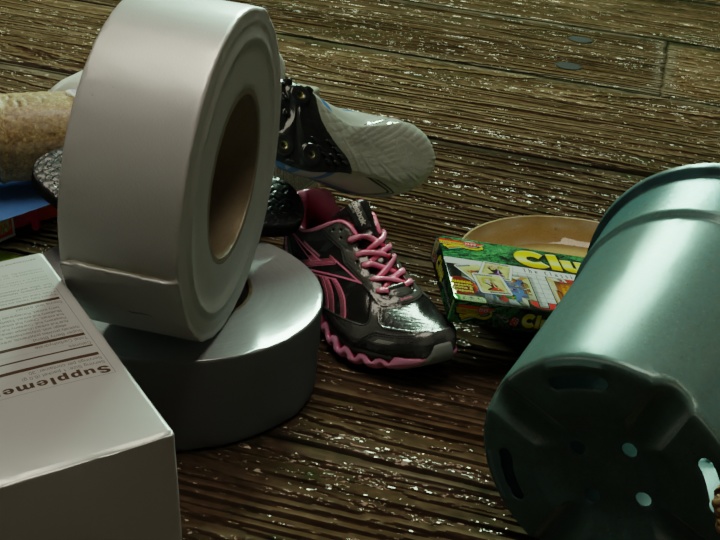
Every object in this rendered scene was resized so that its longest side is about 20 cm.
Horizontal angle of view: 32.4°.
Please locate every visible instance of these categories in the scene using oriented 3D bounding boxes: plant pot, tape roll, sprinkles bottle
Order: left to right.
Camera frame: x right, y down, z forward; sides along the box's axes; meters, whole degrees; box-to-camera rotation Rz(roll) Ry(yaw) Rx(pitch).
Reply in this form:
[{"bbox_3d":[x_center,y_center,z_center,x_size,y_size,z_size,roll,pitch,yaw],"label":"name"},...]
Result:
[{"bbox_3d":[-0.192,-0.099,0.895,0.200,0.068,0.068,-5,27,-17],"label":"sprinkles bottle"},{"bbox_3d":[-0.126,0.038,0.829,0.200,0.066,0.200,4,26,-2],"label":"tape roll"},{"bbox_3d":[-0.106,-0.061,0.732,0.071,0.203,0.202,11,26,7],"label":"tape roll"},{"bbox_3d":[0.177,0.006,1.007,0.200,0.028,0.200,5,25,-2],"label":"plant pot"},{"bbox_3d":[0.179,0.066,0.710,0.200,0.200,0.196,20,36,28],"label":"plant pot"}]

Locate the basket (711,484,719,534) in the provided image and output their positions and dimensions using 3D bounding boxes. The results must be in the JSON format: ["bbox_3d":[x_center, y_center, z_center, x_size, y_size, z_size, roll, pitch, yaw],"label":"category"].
[{"bbox_3d":[0.264,0.146,0.597,0.149,0.143,0.200,20,31,33],"label":"basket"}]

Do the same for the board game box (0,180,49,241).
[{"bbox_3d":[-0.270,-0.065,0.935,0.158,0.039,0.200,27,36,34],"label":"board game box"}]

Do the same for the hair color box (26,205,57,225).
[{"bbox_3d":[-0.338,-0.073,1.021,0.111,0.064,0.200,26,33,34],"label":"hair color box"}]

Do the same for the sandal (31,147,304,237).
[{"bbox_3d":[-0.134,-0.043,0.875,0.200,0.045,0.075,6,47,-32],"label":"sandal"}]

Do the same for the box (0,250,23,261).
[{"bbox_3d":[-0.326,0.031,0.820,0.122,0.048,0.200,14,26,19],"label":"box"}]

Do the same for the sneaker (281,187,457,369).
[{"bbox_3d":[0.000,0.000,0.904,0.079,0.095,0.200,-10,30,-36],"label":"sneaker"}]

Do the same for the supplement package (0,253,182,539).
[{"bbox_3d":[-0.180,0.095,0.625,0.120,0.121,0.200,-14,32,-26],"label":"supplement package"}]

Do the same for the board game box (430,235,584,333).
[{"bbox_3d":[0.155,0.018,0.903,0.200,0.023,0.105,8,23,-9],"label":"board game box"}]

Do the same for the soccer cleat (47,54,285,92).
[{"bbox_3d":[-0.156,-0.152,0.995,0.200,0.069,0.078,-17,26,-29],"label":"soccer cleat"}]

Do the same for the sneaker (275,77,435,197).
[{"bbox_3d":[-0.031,-0.093,0.931,0.200,0.072,0.072,12,-21,-42],"label":"sneaker"}]

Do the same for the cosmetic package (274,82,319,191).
[{"bbox_3d":[-0.113,-0.094,1.068,0.087,0.103,0.200,12,24,18],"label":"cosmetic package"}]
